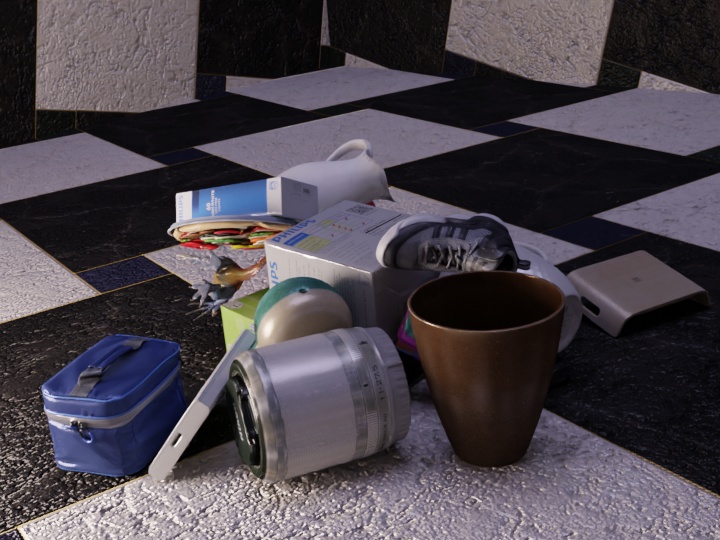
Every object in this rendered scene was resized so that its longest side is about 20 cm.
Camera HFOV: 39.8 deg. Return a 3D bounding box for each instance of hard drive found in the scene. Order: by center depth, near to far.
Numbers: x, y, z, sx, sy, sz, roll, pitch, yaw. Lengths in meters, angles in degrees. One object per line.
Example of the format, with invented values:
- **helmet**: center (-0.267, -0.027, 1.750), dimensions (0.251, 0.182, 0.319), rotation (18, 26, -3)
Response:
- **hard drive**: center (-0.201, 0.169, 1.287), dimensions (0.027, 0.132, 0.200), rotation (34, 24, -2)

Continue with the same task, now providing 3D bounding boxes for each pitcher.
- **pitcher**: center (-0.059, -0.136, 1.616), dimensions (0.198, 0.122, 0.172), rotation (-22, 36, 3)

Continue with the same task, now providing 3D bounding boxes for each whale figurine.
- **whale figurine**: center (-0.082, 0.095, 1.334), dimensions (0.157, 0.202, 0.104), rotation (-14, 43, -18)

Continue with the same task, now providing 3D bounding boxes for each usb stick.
- **usb stick**: center (0.228, 0.119, 1.452), dimensions (0.055, 0.033, 0.199), rotation (-23, 27, -24)

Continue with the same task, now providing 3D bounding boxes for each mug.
- **mug**: center (0.200, 0.042, 1.385), dimensions (0.199, 0.149, 0.175), rotation (4, 17, -45)

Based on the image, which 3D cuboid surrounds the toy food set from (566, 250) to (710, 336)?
- **toy food set**: center (0.440, 0.041, 1.597), dimensions (0.198, 0.061, 0.143), rotation (-16, 35, -24)

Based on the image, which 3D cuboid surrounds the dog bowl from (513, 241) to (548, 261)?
- **dog bowl**: center (0.213, 0.018, 1.655), dimensions (0.197, 0.080, 0.200), rotation (-3, 21, 1)

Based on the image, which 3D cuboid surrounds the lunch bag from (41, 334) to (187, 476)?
- **lunch bag**: center (-0.321, 0.167, 1.294), dimensions (0.134, 0.134, 0.200), rotation (2, 21, 18)

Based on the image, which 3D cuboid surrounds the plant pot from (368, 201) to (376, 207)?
- **plant pot**: center (-0.051, -0.060, 1.762), dimensions (0.198, 0.203, 0.183), rotation (-11, 30, -17)

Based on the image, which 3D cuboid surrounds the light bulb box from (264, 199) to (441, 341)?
- **light bulb box**: center (0.000, 0.000, 1.440), dimensions (0.198, 0.126, 0.198), rotation (15, 30, 36)

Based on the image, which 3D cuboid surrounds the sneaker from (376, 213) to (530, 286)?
- **sneaker**: center (0.126, -0.020, 1.294), dimensions (0.198, 0.076, 0.114), rotation (-7, 33, -23)

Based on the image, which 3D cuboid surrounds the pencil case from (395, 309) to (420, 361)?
- **pencil case**: center (0.142, 0.112, 1.328), dimensions (0.198, 0.089, 0.088), rotation (28, 30, 14)

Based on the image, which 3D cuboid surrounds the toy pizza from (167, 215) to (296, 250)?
- **toy pizza**: center (-0.189, -0.051, 1.488), dimensions (0.197, 0.032, 0.200), rotation (-2, -7, 0)

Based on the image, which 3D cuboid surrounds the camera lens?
- **camera lens**: center (-0.056, 0.161, 1.216), dimensions (0.198, 0.162, 0.160), rotation (-12, 22, -20)

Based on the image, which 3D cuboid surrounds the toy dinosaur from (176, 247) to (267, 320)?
- **toy dinosaur**: center (-0.208, 0.031, 1.550), dimensions (0.197, 0.107, 0.181), rotation (4, -7, 17)

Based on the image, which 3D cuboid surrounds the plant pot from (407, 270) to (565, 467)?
- **plant pot**: center (0.154, 0.127, 1.203), dimensions (0.184, 0.203, 0.187), rotation (-3, 20, 1)

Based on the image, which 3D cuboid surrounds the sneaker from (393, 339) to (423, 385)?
- **sneaker**: center (0.047, 0.125, 1.446), dimensions (0.199, 0.071, 0.093), rotation (-26, 11, -40)

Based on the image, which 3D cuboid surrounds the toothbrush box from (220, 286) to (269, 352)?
- **toothbrush box**: center (-0.097, 0.092, 1.514), dimensions (0.145, 0.087, 0.199), rotation (-21, 28, -36)

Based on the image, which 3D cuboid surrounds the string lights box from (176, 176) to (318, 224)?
- **string lights box**: center (-0.173, -0.096, 1.512), dimensions (0.198, 0.060, 0.102), rotation (-6, -7, 30)
